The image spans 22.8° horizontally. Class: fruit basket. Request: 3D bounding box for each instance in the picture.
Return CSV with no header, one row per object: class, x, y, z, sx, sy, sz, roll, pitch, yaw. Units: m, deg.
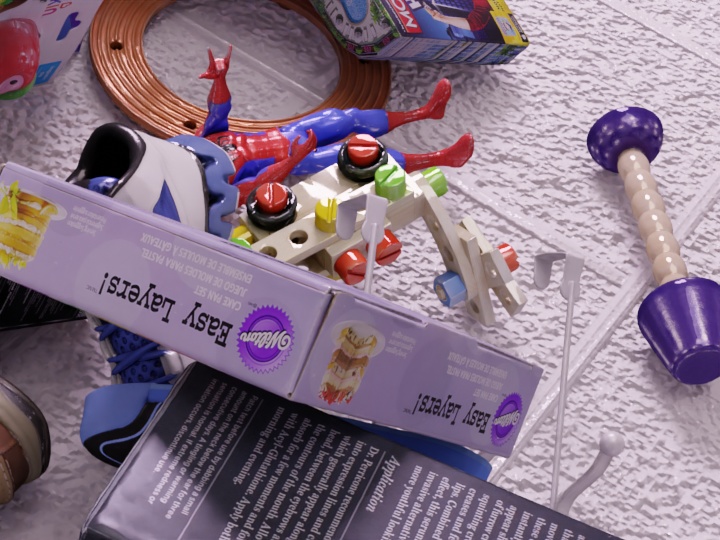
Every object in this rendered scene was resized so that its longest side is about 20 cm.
fruit basket,-0.236,-0.114,0.996,0.200,0.185,0.094,-13,76,-30

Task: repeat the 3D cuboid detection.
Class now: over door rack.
over door rack,0.060,0.059,0.924,0.148,0.067,0.200,15,62,-29

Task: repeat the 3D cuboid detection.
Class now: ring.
ring,-0.078,-0.137,1.164,0.200,0.019,0.201,9,45,-9

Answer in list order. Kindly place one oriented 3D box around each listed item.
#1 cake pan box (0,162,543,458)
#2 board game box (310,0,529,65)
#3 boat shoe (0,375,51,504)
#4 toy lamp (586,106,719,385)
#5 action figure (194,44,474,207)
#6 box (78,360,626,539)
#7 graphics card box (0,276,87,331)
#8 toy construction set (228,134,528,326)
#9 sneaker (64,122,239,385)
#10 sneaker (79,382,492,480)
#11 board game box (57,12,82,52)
cake pan box,-0.039,0.019,0.777,0.184,0.052,0.200,23,1,32
board game box,-0.010,-0.212,1.173,0.200,0.062,0.200,-5,60,-50
boat shoe,-0.252,0.059,0.892,0.200,0.076,0.074,29,50,13
toy lamp,0.186,-0.015,1.098,0.058,0.058,0.200,4,45,-12
action figure,-0.027,-0.088,1.058,0.200,0.099,0.065,-13,63,-19
box,-0.009,0.153,0.712,0.200,0.149,0.107,23,41,7
graphics card box,-0.224,-0.019,0.920,0.125,0.051,0.200,35,15,17
toy construction set,0.000,0.000,1.004,0.200,0.092,0.131,-19,53,-31
sneaker,-0.121,0.009,0.911,0.115,0.080,0.200,25,54,-53
sneaker,-0.042,0.105,0.819,0.200,0.070,0.078,9,69,14
board game box,-0.233,-0.196,1.055,0.134,0.200,0.045,14,78,-2
